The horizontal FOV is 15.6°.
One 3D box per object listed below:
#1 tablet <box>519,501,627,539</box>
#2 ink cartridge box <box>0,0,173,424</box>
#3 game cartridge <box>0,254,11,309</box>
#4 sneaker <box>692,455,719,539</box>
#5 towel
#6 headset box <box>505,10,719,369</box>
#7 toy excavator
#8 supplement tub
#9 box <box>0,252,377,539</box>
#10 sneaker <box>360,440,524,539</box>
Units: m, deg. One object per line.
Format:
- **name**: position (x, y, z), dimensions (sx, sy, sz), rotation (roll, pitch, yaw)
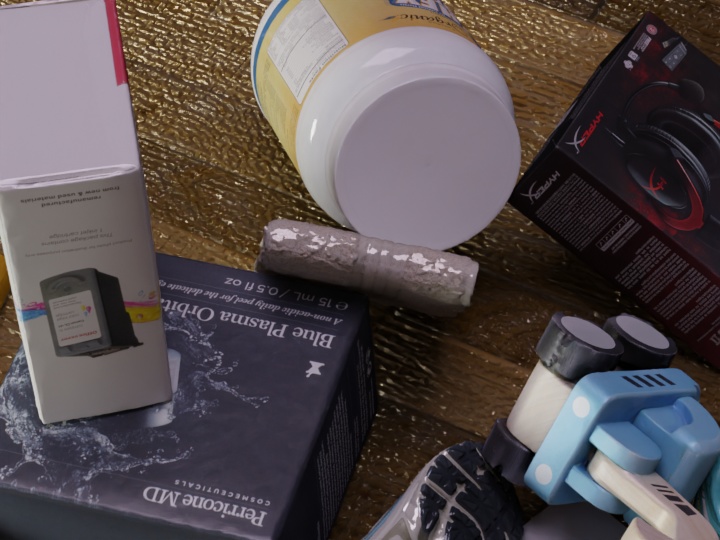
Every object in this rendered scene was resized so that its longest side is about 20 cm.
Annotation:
- **tablet**: position (0.099, 0.219, 1.543), dimensions (0.200, 0.014, 0.130), rotation (-34, 55, -25)
- **ink cartridge box**: position (-0.163, -0.034, 1.500), dimensions (0.086, 0.200, 0.148), rotation (-10, 49, -4)
- **game cartridge**: position (-0.341, 0.054, 1.698), dimensions (0.176, 0.032, 0.200), rotation (11, 49, 12)
- **sneaker**: position (0.251, 0.188, 1.519), dimensions (0.077, 0.080, 0.200), rotation (-23, 52, -17)
- **towel**: position (0.000, 0.000, 1.632), dimensions (0.132, 0.200, 0.034), rotation (11, 86, -2)
- **headset box**: position (0.217, -0.046, 1.691), dimensions (0.200, 0.075, 0.149), rotation (39, 53, -2)
- **toy excavator**: position (0.162, 0.118, 1.515), dimensions (0.200, 0.100, 0.194), rotation (39, 22, 30)
- **supplement tub**: position (0.017, -0.108, 1.719), dimensions (0.145, 0.145, 0.200), rotation (-14, 30, -10)
- **box**: position (-0.110, 0.102, 1.588), dimensions (0.197, 0.117, 0.200), rotation (11, 51, 12)
- **sneaker**: position (0.021, 0.168, 1.549), dimensions (0.086, 0.078, 0.200), rotation (-22, 12, 41)
